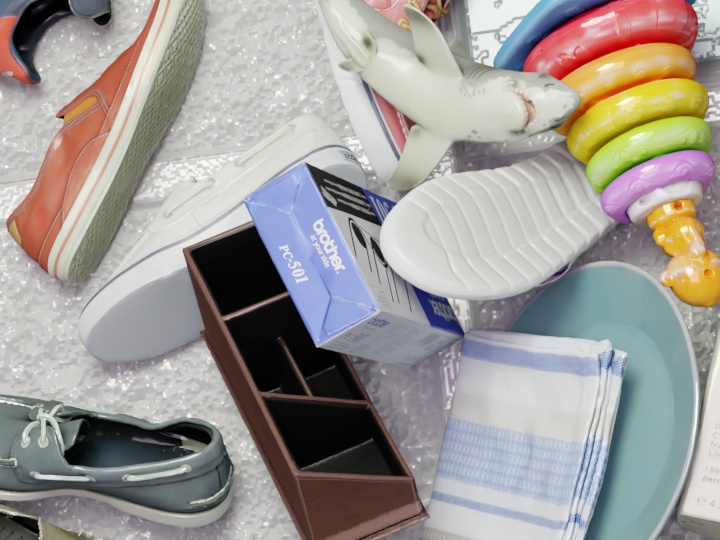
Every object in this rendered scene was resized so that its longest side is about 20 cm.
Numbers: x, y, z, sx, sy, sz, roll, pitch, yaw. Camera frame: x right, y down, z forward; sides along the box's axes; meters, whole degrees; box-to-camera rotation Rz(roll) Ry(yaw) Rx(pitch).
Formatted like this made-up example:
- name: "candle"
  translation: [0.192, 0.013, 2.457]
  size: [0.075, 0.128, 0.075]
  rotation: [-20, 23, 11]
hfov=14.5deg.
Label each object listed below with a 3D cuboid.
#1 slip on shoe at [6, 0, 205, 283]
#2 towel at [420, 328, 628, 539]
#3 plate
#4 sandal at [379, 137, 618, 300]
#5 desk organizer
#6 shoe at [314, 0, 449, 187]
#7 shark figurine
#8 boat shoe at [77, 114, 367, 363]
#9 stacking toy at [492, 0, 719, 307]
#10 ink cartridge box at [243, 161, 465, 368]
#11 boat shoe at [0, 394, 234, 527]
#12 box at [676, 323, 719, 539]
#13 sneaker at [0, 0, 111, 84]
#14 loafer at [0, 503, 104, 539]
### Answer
- name: "slip on shoe"
  translation: [-0.154, -0.092, 1.724]
  size: [0.061, 0.074, 0.201]
  rotation: [27, 91, 15]
- name: "towel"
  translation: [0.083, 0.132, 1.627]
  size: [0.024, 0.147, 0.201]
  rotation: [17, 85, -34]
- name: "plate"
  translation: [0.130, 0.094, 1.618]
  size: [0.200, 0.025, 0.201]
  rotation: [-28, 53, 45]
- name: "sandal"
  translation: [0.090, -0.021, 1.640]
  size: [0.202, 0.050, 0.083]
  rotation: [-20, 65, -38]
- name: "desk organizer"
  translation: [-0.035, 0.063, 1.623]
  size: [0.071, 0.077, 0.200]
  rotation: [-22, 47, -8]
- name: "shoe"
  translation: [0.024, -0.156, 1.704]
  size: [0.090, 0.071, 0.201]
  rotation: [-18, 75, 9]
- name: "shark figurine"
  translation: [0.028, -0.140, 1.646]
  size: [0.215, 0.089, 0.128]
  rotation: [46, 128, 7]
- name: "boat shoe"
  translation: [-0.092, -0.023, 1.710]
  size: [0.200, 0.071, 0.070]
  rotation: [-37, 50, 6]
- name: "stacking toy"
  translation: [0.166, -0.069, 1.630]
  size: [0.115, 0.110, 0.201]
  rotation: [-11, 70, -26]
- name: "ink cartridge box"
  translation: [0.000, 0.000, 1.616]
  size: [0.044, 0.200, 0.094]
  rotation: [-29, 78, 11]
- name: "boat shoe"
  translation: [-0.172, 0.099, 1.686]
  size: [0.199, 0.062, 0.073]
  rotation: [12, 49, 6]
- name: "box"
  translation: [0.253, 0.059, 1.605]
  size: [0.108, 0.128, 0.201]
  rotation: [13, 83, 9]
- name: "sneaker"
  translation: [-0.171, -0.202, 1.743]
  size: [0.084, 0.075, 0.200]
  rotation: [39, 98, 14]
- name: "loafer"
  translation: [-0.182, 0.188, 1.681]
  size: [0.199, 0.070, 0.076]
  rotation: [19, 84, 11]
